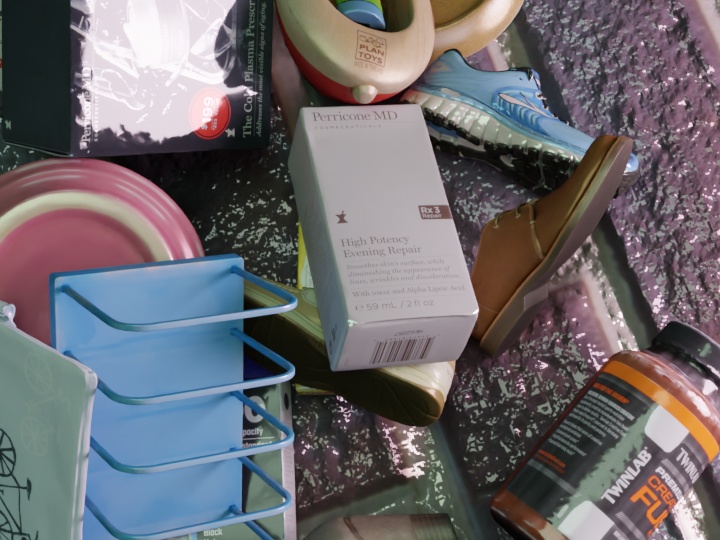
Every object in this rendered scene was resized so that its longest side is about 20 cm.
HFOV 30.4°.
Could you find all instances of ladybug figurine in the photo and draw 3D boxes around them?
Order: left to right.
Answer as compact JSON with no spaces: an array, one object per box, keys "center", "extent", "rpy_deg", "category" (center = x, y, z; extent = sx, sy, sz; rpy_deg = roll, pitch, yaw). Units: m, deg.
[{"center":[-0.011,-0.203,1.054],"extent":[0.135,0.072,0.200],"rpy_deg":[15,49,-21],"category":"ladybug figurine"}]

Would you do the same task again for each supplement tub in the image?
[{"center":[0.193,0.133,0.974],"extent":[0.107,0.107,0.200],"rpy_deg":[39,82,14],"category":"supplement tub"}]

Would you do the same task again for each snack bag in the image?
[{"center":[-0.249,0.107,0.903],"extent":[0.200,0.021,0.189],"rpy_deg":[23,116,31],"category":"snack bag"}]

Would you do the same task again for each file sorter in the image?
[{"center":[-0.122,0.105,0.892],"extent":[0.139,0.123,0.200],"rpy_deg":[-7,107,-29],"category":"file sorter"}]

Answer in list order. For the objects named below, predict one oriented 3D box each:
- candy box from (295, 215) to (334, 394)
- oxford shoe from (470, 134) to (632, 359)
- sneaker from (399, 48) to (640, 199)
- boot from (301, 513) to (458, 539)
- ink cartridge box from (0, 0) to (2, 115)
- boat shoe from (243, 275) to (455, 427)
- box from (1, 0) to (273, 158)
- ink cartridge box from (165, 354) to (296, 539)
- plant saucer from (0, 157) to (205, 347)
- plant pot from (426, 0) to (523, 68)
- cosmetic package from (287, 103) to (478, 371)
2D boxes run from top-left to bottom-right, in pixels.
[{"center":[0.000,0.000,1.070],"extent":[0.102,0.026,0.201],"rpy_deg":[0,75,2],"category":"candy box"},{"center":[0.132,-0.029,1.012],"extent":[0.071,0.071,0.200],"rpy_deg":[41,109,18],"category":"oxford shoe"},{"center":[0.136,-0.124,1.067],"extent":[0.200,0.078,0.090],"rpy_deg":[26,72,9],"category":"sneaker"},{"center":[0.022,0.274,0.967],"extent":[0.146,0.070,0.200],"rpy_deg":[-20,78,-1],"category":"boot"},{"center":[-0.247,-0.223,1.100],"extent":[0.144,0.084,0.200],"rpy_deg":[17,82,29],"category":"ink cartridge box"},{"center":[-0.021,0.050,1.015],"extent":[0.200,0.074,0.066],"rpy_deg":[27,49,5],"category":"boat shoe"},{"center":[-0.166,-0.191,1.002],"extent":[0.104,0.182,0.201],"rpy_deg":[14,107,47],"category":"box"},{"center":[-0.152,0.138,1.039],"extent":[0.198,0.043,0.200],"rpy_deg":[-5,73,5],"category":"ink cartridge box"},{"center":[-0.206,0.018,0.951],"extent":[0.200,0.051,0.201],"rpy_deg":[0,92,-12],"category":"plant saucer"},{"center":[0.048,-0.271,1.140],"extent":[0.200,0.027,0.201],"rpy_deg":[-1,75,4],"category":"plant pot"},{"center":[0.013,-0.029,0.988],"extent":[0.101,0.074,0.200],"rpy_deg":[-4,57,-16],"category":"cosmetic package"}]
